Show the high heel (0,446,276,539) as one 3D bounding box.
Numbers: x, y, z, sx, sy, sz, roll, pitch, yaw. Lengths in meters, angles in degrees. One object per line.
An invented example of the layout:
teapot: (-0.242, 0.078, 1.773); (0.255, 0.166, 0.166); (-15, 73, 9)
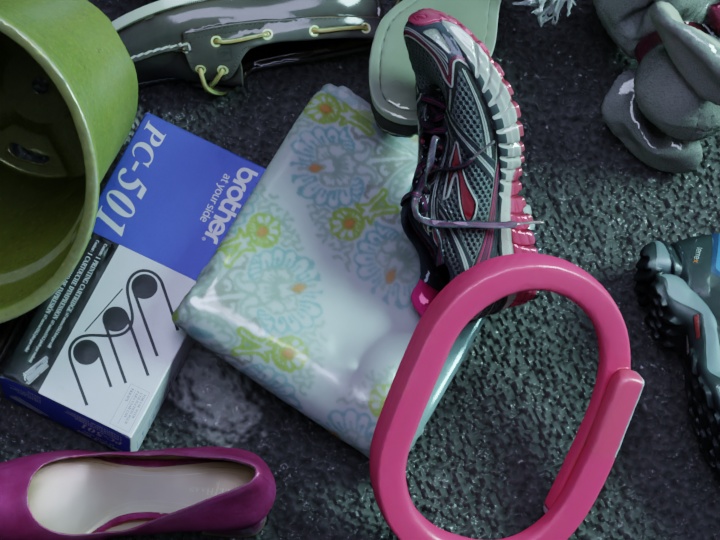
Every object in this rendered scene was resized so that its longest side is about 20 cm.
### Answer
high heel: (-0.150, 0.132, 1.479); (0.198, 0.096, 0.068); (7, 68, 1)

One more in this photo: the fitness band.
fitness band: (0.087, 0.087, 1.490); (0.143, 0.037, 0.201); (19, 102, -14)

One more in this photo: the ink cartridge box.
ink cartridge box: (-0.140, 0.008, 1.558); (0.093, 0.044, 0.201); (25, 69, 6)

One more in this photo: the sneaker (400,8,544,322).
sneaker: (0.057, -0.059, 1.477); (0.074, 0.081, 0.201); (-20, 113, -17)

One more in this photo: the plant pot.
plant pot: (-0.225, -0.091, 1.502); (0.199, 0.184, 0.202); (5, 111, 12)

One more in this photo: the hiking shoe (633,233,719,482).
hiking shoe: (0.243, 0.060, 1.534); (0.086, 0.074, 0.201); (-17, 70, -8)

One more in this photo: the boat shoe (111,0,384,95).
boat shoe: (-0.082, -0.150, 1.608); (0.200, 0.072, 0.061); (-17, 77, -3)

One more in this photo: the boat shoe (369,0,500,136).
boat shoe: (0.052, -0.152, 1.585); (0.071, 0.061, 0.202); (23, 52, 3)

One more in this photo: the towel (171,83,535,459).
towel: (0.000, 0.000, 1.548); (0.171, 0.048, 0.201); (33, 66, -4)

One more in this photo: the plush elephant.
plush elephant: (0.215, -0.156, 1.579); (0.199, 0.165, 0.156); (-25, 83, -16)

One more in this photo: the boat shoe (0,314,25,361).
boat shoe: (-0.258, 0.077, 1.511); (0.060, 0.072, 0.203); (15, 64, 9)
